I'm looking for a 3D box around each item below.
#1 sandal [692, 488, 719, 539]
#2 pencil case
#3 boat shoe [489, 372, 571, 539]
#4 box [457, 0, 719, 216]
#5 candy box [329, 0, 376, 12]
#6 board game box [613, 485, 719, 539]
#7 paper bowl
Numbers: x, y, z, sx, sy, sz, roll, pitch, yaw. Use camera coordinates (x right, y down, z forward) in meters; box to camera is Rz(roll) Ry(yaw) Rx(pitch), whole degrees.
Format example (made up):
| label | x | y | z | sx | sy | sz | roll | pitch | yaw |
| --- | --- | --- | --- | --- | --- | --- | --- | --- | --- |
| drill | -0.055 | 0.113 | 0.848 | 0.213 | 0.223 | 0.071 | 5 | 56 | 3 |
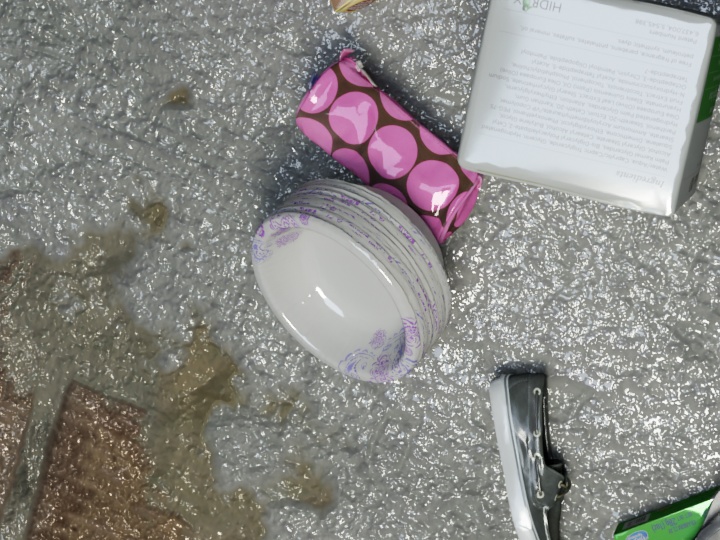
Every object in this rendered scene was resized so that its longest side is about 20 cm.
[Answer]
| label | x | y | z | sx | sy | sz | roll | pitch | yaw |
| --- | --- | --- | --- | --- | --- | --- | --- | --- | --- |
| sandal | 0.335 | 0.263 | 1.448 | 0.076 | 0.043 | 0.201 | 38 | 107 | 9 |
| pencil case | 0.031 | -0.120 | 1.513 | 0.200 | 0.091 | 0.094 | 40 | 102 | 6 |
| boat shoe | 0.173 | 0.198 | 1.522 | 0.056 | 0.069 | 0.202 | -12 | 92 | 18 |
| box | 0.212 | -0.160 | 1.389 | 0.198 | 0.199 | 0.173 | 15 | 103 | 15 |
| candy box | 0.045 | -0.340 | 1.492 | 0.198 | 0.055 | 0.117 | -23 | 90 | 19 |
| board game box | 0.352 | 0.314 | 1.495 | 0.152 | 0.040 | 0.202 | -25 | 90 | 19 |
| paper bowl | 0.000 | 0.000 | 1.501 | 0.199 | 0.104 | 0.202 | 28 | 144 | 22 |
